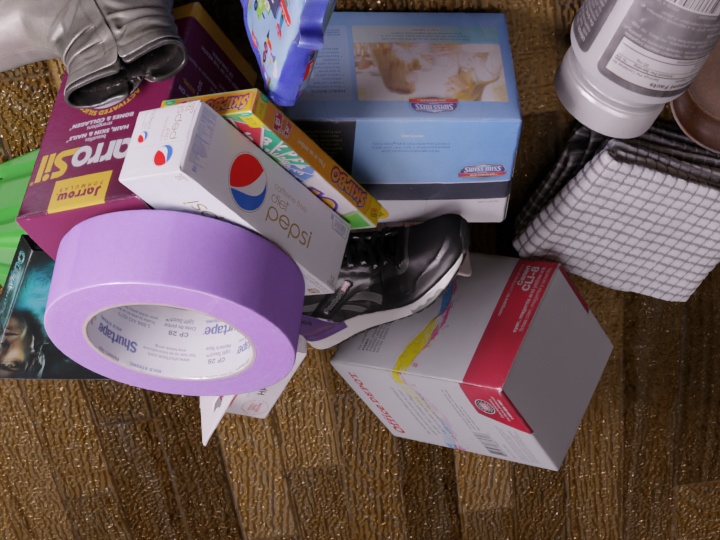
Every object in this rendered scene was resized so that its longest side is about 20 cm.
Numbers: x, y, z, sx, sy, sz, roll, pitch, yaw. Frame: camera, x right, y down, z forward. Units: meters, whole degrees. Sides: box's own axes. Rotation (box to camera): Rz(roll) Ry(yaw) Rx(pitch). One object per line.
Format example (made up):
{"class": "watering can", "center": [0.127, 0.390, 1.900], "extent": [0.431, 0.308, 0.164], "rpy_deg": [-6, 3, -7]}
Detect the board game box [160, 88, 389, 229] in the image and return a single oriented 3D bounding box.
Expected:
{"class": "board game box", "center": [-0.066, -0.079, 1.555], "extent": [0.095, 0.030, 0.200], "rpy_deg": [-4, 153, 35]}

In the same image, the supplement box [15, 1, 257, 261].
{"class": "supplement box", "center": [-0.180, -0.102, 1.594], "extent": [0.130, 0.201, 0.103], "rpy_deg": [-9, 142, 29]}

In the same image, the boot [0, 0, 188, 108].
{"class": "boot", "center": [-0.233, -0.181, 1.570], "extent": [0.199, 0.131, 0.068], "rpy_deg": [-20, 137, 15]}

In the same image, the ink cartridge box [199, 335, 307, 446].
{"class": "ink cartridge box", "center": [-0.101, 0.054, 1.797], "extent": [0.067, 0.201, 0.115], "rpy_deg": [10, 141, -19]}

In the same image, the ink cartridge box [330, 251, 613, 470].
{"class": "ink cartridge box", "center": [0.104, 0.078, 1.843], "extent": [0.199, 0.145, 0.145], "rpy_deg": [8, 150, 37]}

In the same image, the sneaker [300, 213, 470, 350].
{"class": "sneaker", "center": [0.000, 0.000, 1.669], "extent": [0.199, 0.076, 0.087], "rpy_deg": [-30, 129, 32]}

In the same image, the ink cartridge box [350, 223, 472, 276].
{"class": "ink cartridge box", "center": [-0.005, -0.032, 1.781], "extent": [0.199, 0.117, 0.068], "rpy_deg": [10, 138, -17]}

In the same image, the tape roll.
{"class": "tape roll", "center": [-0.145, 0.029, 1.539], "extent": [0.198, 0.066, 0.200], "rpy_deg": [5, 153, 3]}

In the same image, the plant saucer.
{"class": "plant saucer", "center": [0.368, -0.180, 1.724], "extent": [0.199, 0.035, 0.201], "rpy_deg": [-4, 137, -4]}

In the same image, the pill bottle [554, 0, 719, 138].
{"class": "pill bottle", "center": [0.242, -0.211, 1.613], "extent": [0.113, 0.114, 0.200], "rpy_deg": [10, 137, -19]}

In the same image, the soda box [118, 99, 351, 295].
{"class": "soda box", "center": [-0.094, -0.051, 1.520], "extent": [0.068, 0.064, 0.200], "rpy_deg": [-6, 148, 37]}

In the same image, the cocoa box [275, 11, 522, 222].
{"class": "cocoa box", "center": [0.027, -0.130, 1.659], "extent": [0.198, 0.134, 0.132], "rpy_deg": [0, 140, -6]}

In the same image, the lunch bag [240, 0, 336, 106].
{"class": "lunch bag", "center": [-0.042, -0.234, 1.482], "extent": [0.093, 0.201, 0.151], "rpy_deg": [7, 137, -16]}

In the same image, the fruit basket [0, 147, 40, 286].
{"class": "fruit basket", "center": [-0.216, -0.026, 1.753], "extent": [0.214, 0.156, 0.216], "rpy_deg": [10, 145, 7]}

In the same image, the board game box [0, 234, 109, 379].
{"class": "board game box", "center": [-0.220, 0.036, 1.706], "extent": [0.199, 0.028, 0.136], "rpy_deg": [2, 123, -36]}

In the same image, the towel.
{"class": "towel", "center": [0.255, -0.061, 1.813], "extent": [0.199, 0.086, 0.166], "rpy_deg": [13, 137, -23]}
